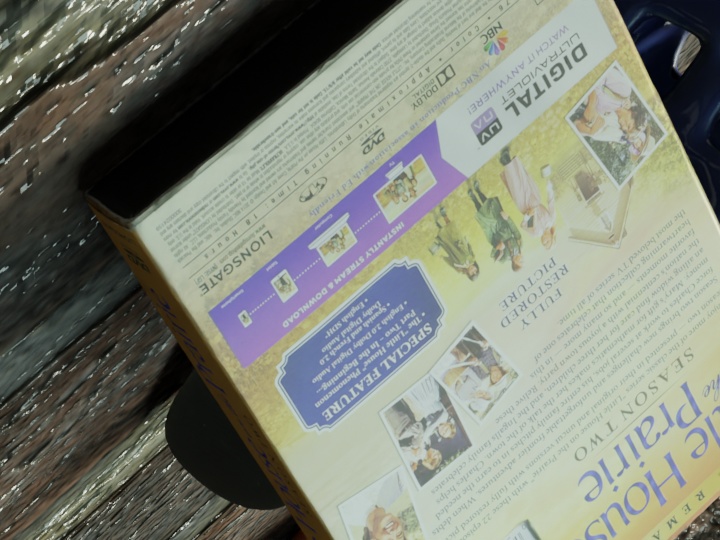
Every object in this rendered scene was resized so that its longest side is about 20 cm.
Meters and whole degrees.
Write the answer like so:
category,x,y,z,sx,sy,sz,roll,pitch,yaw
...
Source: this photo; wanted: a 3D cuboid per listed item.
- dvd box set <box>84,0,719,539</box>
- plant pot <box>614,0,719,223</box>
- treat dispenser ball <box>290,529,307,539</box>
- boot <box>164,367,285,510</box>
category,x,y,z,sx,sy,sz,roll,pitch,yaw
dvd box set,0.032,0.011,0.722,0.146,0.029,0.200,-41,125,-14
plant pot,0.162,-0.044,0.888,0.180,0.200,0.200,-47,168,17
treat dispenser ball,0.042,0.201,1.365,0.201,0.201,0.201,-43,169,-10
boot,0.000,0.000,0.852,0.076,0.074,0.200,-56,-175,-38
